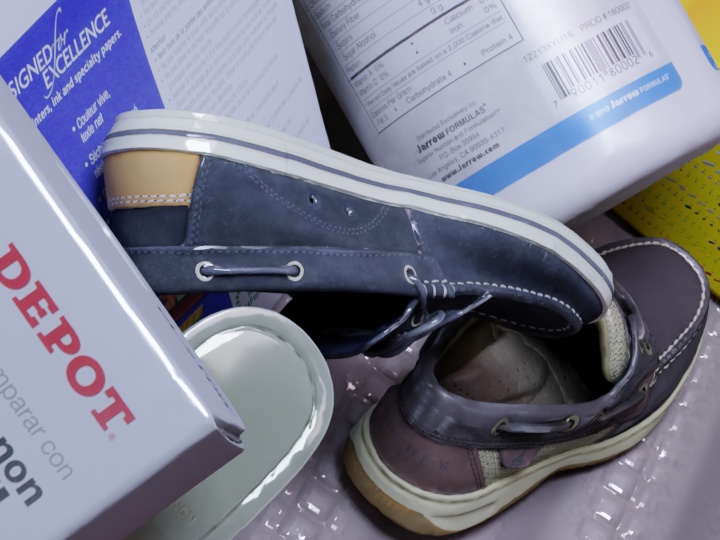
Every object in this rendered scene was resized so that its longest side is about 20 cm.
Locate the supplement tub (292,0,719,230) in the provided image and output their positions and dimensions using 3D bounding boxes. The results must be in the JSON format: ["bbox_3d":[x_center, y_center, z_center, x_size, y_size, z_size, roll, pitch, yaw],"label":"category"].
[{"bbox_3d":[0.039,-0.108,0.971,0.132,0.132,0.200,-25,84,-44],"label":"supplement tub"}]

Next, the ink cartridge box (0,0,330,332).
[{"bbox_3d":[-0.078,-0.054,0.848,0.047,0.201,0.198,0,33,28],"label":"ink cartridge box"}]

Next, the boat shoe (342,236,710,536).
[{"bbox_3d":[0.076,0.031,0.946,0.073,0.065,0.200,44,42,11],"label":"boat shoe"}]

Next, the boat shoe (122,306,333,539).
[{"bbox_3d":[-0.093,0.088,0.763,0.201,0.061,0.072,-38,95,-18],"label":"boat shoe"}]

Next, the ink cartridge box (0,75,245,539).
[{"bbox_3d":[-0.152,0.042,0.680,0.200,0.083,0.146,-36,82,-2],"label":"ink cartridge box"}]

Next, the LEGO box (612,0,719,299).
[{"bbox_3d":[0.200,-0.041,1.084,0.200,0.077,0.149,40,42,7],"label":"LEGO box"}]

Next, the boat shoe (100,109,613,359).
[{"bbox_3d":[0.000,0.000,0.837,0.200,0.074,0.063,15,77,-39],"label":"boat shoe"}]
